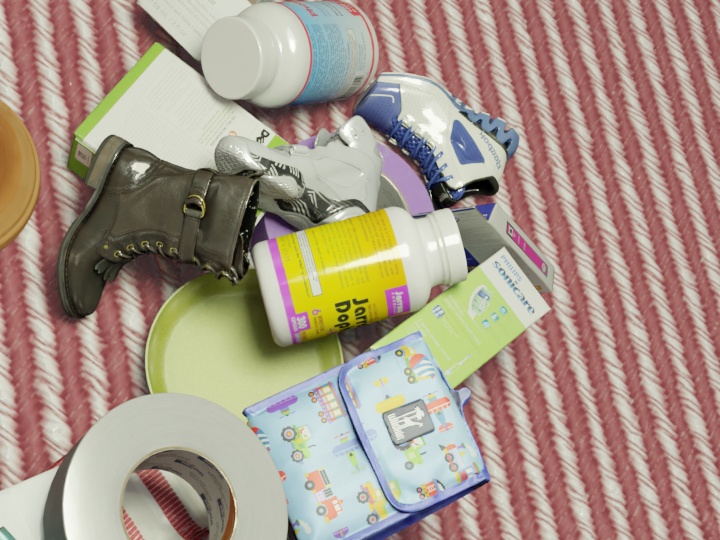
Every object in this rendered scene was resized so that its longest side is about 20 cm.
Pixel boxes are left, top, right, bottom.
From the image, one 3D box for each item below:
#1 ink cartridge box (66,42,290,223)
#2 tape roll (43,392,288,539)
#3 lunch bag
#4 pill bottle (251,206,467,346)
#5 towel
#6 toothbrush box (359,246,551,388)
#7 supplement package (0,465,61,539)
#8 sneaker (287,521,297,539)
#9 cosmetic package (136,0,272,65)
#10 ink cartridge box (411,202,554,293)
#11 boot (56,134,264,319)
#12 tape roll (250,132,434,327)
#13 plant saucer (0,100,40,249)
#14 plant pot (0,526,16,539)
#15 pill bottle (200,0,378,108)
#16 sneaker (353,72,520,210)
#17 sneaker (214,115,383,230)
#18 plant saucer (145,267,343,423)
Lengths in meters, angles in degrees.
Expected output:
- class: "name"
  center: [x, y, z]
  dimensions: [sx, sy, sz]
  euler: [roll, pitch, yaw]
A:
- class: "ink cartridge box"
  center: [-0.180, -0.114, 1.346]
  dimensions: [0.199, 0.076, 0.148]
  euler: [37, 61, -2]
- class: "tape roll"
  center: [-0.163, 0.209, 1.096]
  dimensions: [0.198, 0.066, 0.203]
  euler: [12, 63, -24]
- class: "lunch bag"
  center: [0.014, 0.161, 1.191]
  dimensions: [0.198, 0.094, 0.152]
  euler: [-25, 73, -6]
- class: "pill bottle"
  center: [0.000, 0.000, 1.262]
  dimensions: [0.197, 0.104, 0.106]
  euler: [-15, 74, -4]
- class: "towel"
  center: [-0.204, 0.209, 1.244]
  dimensions: [0.199, 0.023, 0.145]
  euler: [-35, 85, -29]
- class: "toothbrush box"
  center: [0.078, 0.082, 1.341]
  dimensions: [0.199, 0.146, 0.086]
  euler: [-34, 84, -29]
- class: "supplement package"
  center: [-0.283, 0.295, 1.116]
  dimensions: [0.154, 0.111, 0.202]
  euler: [-21, 78, -20]
- class: "sneaker"
  center: [-0.074, 0.250, 1.257]
  dimensions: [0.074, 0.082, 0.201]
  euler: [43, 36, -10]
- class: "cosmetic package"
  center: [-0.136, -0.327, 1.405]
  dimensions: [0.102, 0.074, 0.200]
  euler: [42, 95, -1]
- class: "ink cartridge box"
  center: [0.124, -0.027, 1.374]
  dimensions: [0.200, 0.094, 0.038]
  euler: [38, 53, -50]
- class: "boot"
  center: [-0.189, -0.024, 1.242]
  dimensions: [0.172, 0.069, 0.202]
  euler: [21, 101, 11]
- class: "tape roll"
  center: [-0.019, -0.043, 1.397]
  dimensions: [0.198, 0.066, 0.203]
  euler: [8, 67, -20]
- class: "plant saucer"
  center: [-0.413, -0.103, 1.274]
  dimensions: [0.197, 0.037, 0.203]
  euler: [8, 67, -19]
- class: "plant pot"
  center: [-0.254, 0.320, 0.987]
  dimensions: [0.200, 0.141, 0.141]
  euler: [45, 67, -5]
- class: "pill bottle"
  center: [-0.075, -0.231, 1.385]
  dimensions: [0.199, 0.108, 0.110]
  euler: [-17, 75, -54]
- class: "sneaker"
  center: [0.086, -0.137, 1.469]
  dimensions: [0.197, 0.081, 0.116]
  euler: [22, 61, -15]
- class: "sneaker"
  center: [-0.055, -0.111, 1.308]
  dimensions: [0.199, 0.075, 0.116]
  euler: [30, 64, -32]
- class: "plant saucer"
  center: [-0.115, 0.095, 1.290]
  dimensions: [0.197, 0.031, 0.203]
  euler: [5, 67, -12]
